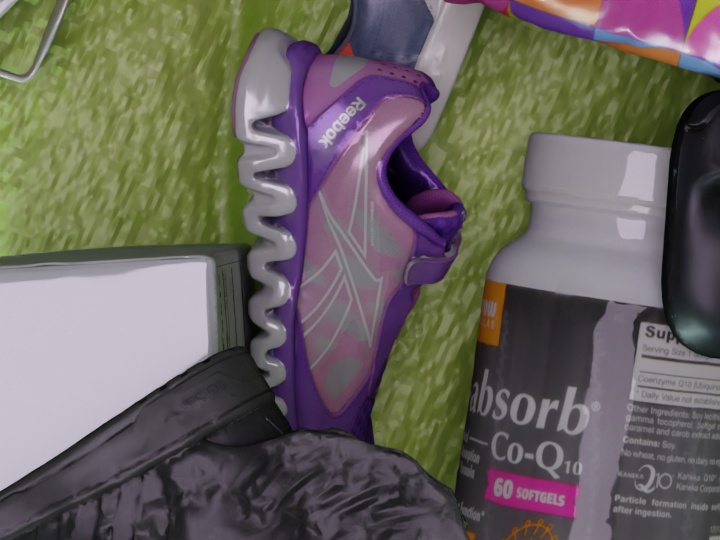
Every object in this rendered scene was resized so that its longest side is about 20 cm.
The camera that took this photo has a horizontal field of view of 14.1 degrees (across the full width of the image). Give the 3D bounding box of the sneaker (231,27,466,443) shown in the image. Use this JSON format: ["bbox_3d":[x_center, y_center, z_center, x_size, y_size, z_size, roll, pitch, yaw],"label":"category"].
[{"bbox_3d":[0.000,0.000,1.185,0.088,0.081,0.201,0,112,7],"label":"sneaker"}]

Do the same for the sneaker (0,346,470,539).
[{"bbox_3d":[-0.070,0.103,1.024,0.199,0.060,0.104,-33,87,0],"label":"sneaker"}]

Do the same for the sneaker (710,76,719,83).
[{"bbox_3d":[0.179,-0.182,1.200,0.079,0.130,0.200,6,129,13],"label":"sneaker"}]

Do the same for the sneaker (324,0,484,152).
[{"bbox_3d":[0.023,-0.151,1.205,0.084,0.075,0.201,22,93,-3],"label":"sneaker"}]

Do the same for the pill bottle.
[{"bbox_3d":[0.101,0.049,1.186,0.116,0.116,0.201,7,92,2],"label":"pill bottle"}]

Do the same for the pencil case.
[{"bbox_3d":[0.129,-0.120,1.124,0.199,0.088,0.089,14,92,4],"label":"pencil case"}]

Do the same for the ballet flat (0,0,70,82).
[{"bbox_3d":[-0.174,-0.087,1.227,0.069,0.069,0.200,38,92,1],"label":"ballet flat"}]

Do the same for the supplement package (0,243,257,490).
[{"bbox_3d":[-0.103,0.051,1.154,0.116,0.200,0.118,-2,91,3],"label":"supplement package"}]

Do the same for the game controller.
[{"bbox_3d":[0.198,-0.013,1.169,0.199,0.042,0.105,5,98,-37],"label":"game controller"}]
